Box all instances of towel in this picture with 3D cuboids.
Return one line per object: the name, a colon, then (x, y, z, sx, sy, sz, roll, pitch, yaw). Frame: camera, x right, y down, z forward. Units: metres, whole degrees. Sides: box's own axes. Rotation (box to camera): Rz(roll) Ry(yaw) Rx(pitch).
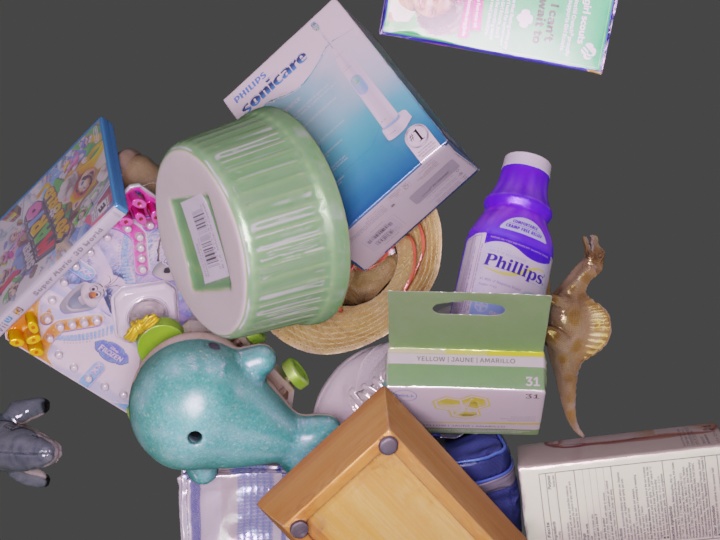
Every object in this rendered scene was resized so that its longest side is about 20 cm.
towel: (-0.082, 0.264, 1.585, 0.198, 0.024, 0.148, -1, 98, -10)

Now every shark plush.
shark plush: (-0.392, 0.164, 1.596, 0.198, 0.083, 0.092, 14, 99, 4)

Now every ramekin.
ramekin: (-0.102, -0.037, 1.420, 0.097, 0.199, 0.202, -17, 97, -29)

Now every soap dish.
soap dish: (0.031, 0.229, 1.412, 0.157, 0.081, 0.200, -42, 101, 5)

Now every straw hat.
straw hat: (0.000, 0.000, 1.530, 0.199, 0.085, 0.203, -8, 70, 23)

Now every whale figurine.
whale figurine: (-0.118, 0.143, 1.483, 0.199, 0.104, 0.160, 26, 110, -13)

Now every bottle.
bottle: (0.138, -0.012, 1.495, 0.083, 0.065, 0.202, 20, 69, -14)

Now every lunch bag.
lunch bag: (0.050, 0.214, 1.521, 0.198, 0.136, 0.134, -12, 101, -5)

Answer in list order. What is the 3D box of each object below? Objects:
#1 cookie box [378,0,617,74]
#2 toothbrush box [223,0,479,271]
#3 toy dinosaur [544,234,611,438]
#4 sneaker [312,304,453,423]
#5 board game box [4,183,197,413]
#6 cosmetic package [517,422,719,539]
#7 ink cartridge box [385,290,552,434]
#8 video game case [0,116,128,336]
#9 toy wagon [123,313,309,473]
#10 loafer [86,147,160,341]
cookie box: (0.126, -0.234, 1.450, 0.198, 0.171, 0.076, 10, 101, 4)
toothbrush box: (-0.011, -0.126, 1.478, 0.146, 0.085, 0.200, -42, 62, 9)
toy dinosaur: (0.190, 0.065, 1.540, 0.100, 0.058, 0.202, 7, 98, 4)
sneaker: (0.032, 0.103, 1.544, 0.199, 0.089, 0.075, -38, 94, 9)
board game box: (-0.205, 0.044, 1.538, 0.200, 0.026, 0.200, 36, 103, -31)
cosmetic package: (0.253, 0.214, 1.537, 0.198, 0.087, 0.104, -6, 98, 5)
ink cartridge box: (0.093, 0.086, 1.414, 0.144, 0.200, 0.048, 1, 62, 3)
video game case: (-0.300, -0.039, 1.526, 0.200, 0.144, 0.018, -42, 129, 19)
toy wagon: (-0.152, 0.105, 1.547, 0.155, 0.040, 0.200, -37, 119, 8)
loafer: (-0.227, -0.015, 1.552, 0.067, 0.076, 0.202, 17, 108, 15)
